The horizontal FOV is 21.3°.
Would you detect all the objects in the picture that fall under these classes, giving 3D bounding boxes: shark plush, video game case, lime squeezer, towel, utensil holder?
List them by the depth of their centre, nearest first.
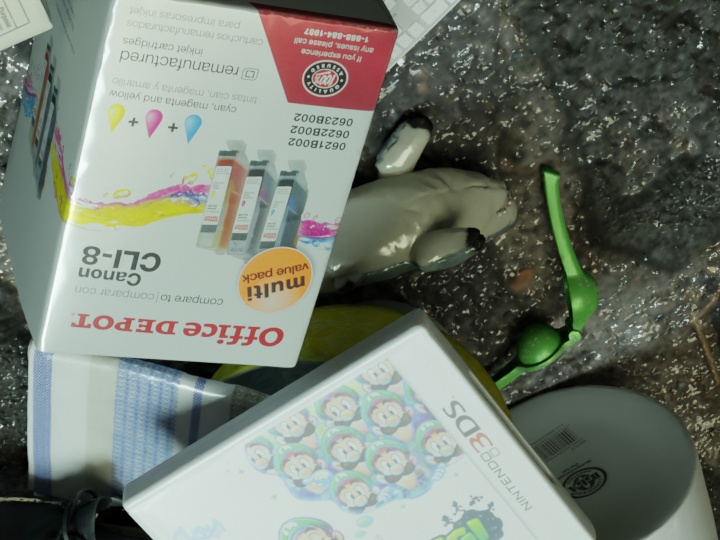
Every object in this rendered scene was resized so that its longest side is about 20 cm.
[{"bbox_3d":[0.001,0.136,1.062,0.199,0.024,0.182,-31,118,15],"label":"video game case"},{"bbox_3d":[-0.100,0.107,1.116,0.199,0.024,0.147,13,135,5],"label":"towel"},{"bbox_3d":[0.000,0.000,1.128,0.200,0.091,0.083,-36,160,-1],"label":"shark plush"},{"bbox_3d":[0.109,0.032,1.213,0.070,0.038,0.201,9,121,-27],"label":"lime squeezer"},{"bbox_3d":[0.160,0.202,1.274,0.169,0.170,0.201,-22,129,-6],"label":"utensil holder"}]

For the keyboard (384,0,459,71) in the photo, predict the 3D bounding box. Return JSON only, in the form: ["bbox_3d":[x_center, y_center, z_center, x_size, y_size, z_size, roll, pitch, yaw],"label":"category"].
[{"bbox_3d":[-0.022,-0.107,1.074,0.200,0.011,0.056,-43,129,11],"label":"keyboard"}]

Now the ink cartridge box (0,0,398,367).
[{"bbox_3d":[-0.090,-0.072,0.976,0.145,0.145,0.201,5,121,-22],"label":"ink cartridge box"}]

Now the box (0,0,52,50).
[{"bbox_3d":[-0.258,-0.129,0.913,0.199,0.078,0.095,-24,130,-5],"label":"box"}]

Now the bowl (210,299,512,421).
[{"bbox_3d":[0.007,0.082,1.145,0.199,0.108,0.201,11,138,10],"label":"bowl"}]

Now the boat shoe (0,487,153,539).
[{"bbox_3d":[-0.148,0.160,1.113,0.198,0.075,0.066,19,133,-1],"label":"boat shoe"}]
